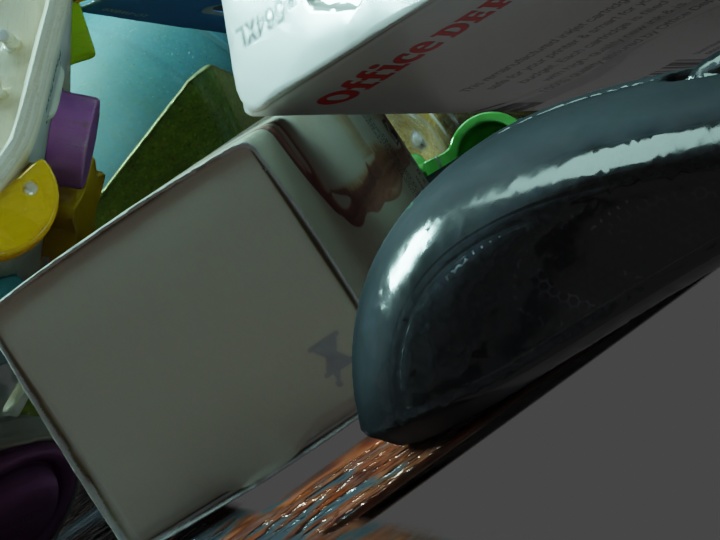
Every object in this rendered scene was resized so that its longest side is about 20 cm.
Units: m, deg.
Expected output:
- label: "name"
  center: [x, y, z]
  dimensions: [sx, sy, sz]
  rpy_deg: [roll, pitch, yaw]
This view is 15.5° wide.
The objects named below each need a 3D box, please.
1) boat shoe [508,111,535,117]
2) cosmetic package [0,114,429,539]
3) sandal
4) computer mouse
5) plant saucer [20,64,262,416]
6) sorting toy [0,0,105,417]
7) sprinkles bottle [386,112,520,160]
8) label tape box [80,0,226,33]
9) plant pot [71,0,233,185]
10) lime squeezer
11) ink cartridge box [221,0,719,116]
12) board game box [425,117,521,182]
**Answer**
- label: "boat shoe"
  center: [0.137, -0.108, 0.976]
  dimensions: [0.199, 0.074, 0.063]
  rpy_deg: [-20, -3, 13]
- label: "cosmetic package"
  center: [-0.035, 0.005, 0.843]
  dimensions: [0.103, 0.087, 0.200]
  rpy_deg: [-32, 5, 11]
- label: "sandal"
  center: [-0.142, 0.097, 0.852]
  dimensions: [0.203, 0.050, 0.083]
  rpy_deg: [-35, -41, -56]
- label: "computer mouse"
  center: [0.072, -0.028, 0.645]
  dimensions: [0.200, 0.053, 0.139]
  rpy_deg: [-33, 5, 18]
- label: "plant saucer"
  center: [-0.093, 0.012, 1.097]
  dimensions: [0.200, 0.048, 0.200]
  rpy_deg: [-52, -5, 4]
- label: "sorting toy"
  center: [-0.132, -0.026, 0.904]
  dimensions: [0.180, 0.106, 0.201]
  rpy_deg: [84, -165, -60]
- label: "sprinkles bottle"
  center: [0.094, -0.111, 1.279]
  dimensions: [0.200, 0.068, 0.068]
  rpy_deg: [-36, 5, -27]
- label: "label tape box"
  center: [0.013, -0.142, 0.915]
  dimensions: [0.199, 0.066, 0.143]
  rpy_deg: [-20, -15, 40]
- label: "plant pot"
  center: [-0.146, -0.028, 1.476]
  dimensions: [0.188, 0.200, 0.200]
  rpy_deg: [-53, 12, -25]
- label: "lime squeezer"
  center: [0.055, -0.040, 1.114]
  dimensions: [0.070, 0.038, 0.200]
  rpy_deg: [4, -24, -40]
- label: "ink cartridge box"
  center: [0.075, -0.107, 0.783]
  dimensions: [0.199, 0.085, 0.146]
  rpy_deg: [-3, -14, -35]
- label: "board game box"
  center: [0.000, 0.000, 1.031]
  dimensions: [0.200, 0.028, 0.135]
  rpy_deg: [-31, 5, 27]
